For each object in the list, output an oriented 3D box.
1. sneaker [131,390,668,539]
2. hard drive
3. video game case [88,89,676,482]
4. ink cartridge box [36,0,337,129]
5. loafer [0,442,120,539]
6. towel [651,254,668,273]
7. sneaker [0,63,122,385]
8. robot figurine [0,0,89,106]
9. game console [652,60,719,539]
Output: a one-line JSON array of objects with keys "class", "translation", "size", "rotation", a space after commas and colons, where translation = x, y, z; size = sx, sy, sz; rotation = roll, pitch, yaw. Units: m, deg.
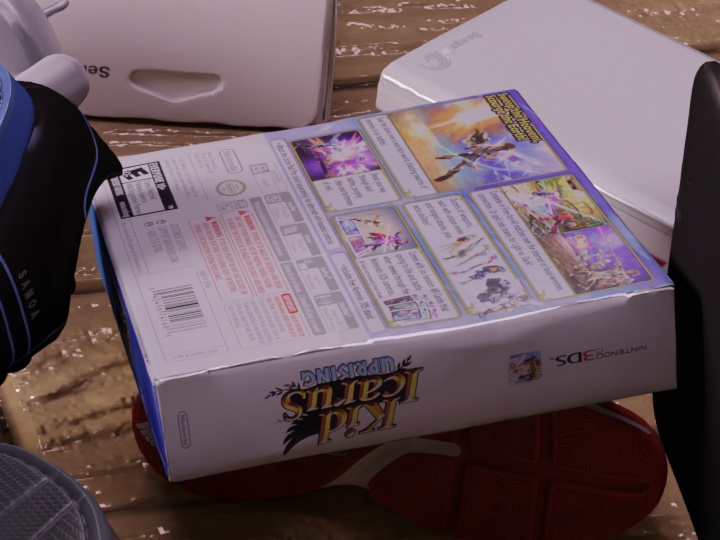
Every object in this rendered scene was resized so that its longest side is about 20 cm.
[{"class": "sneaker", "translation": [0.021, 0.037, 0.974], "size": [0.199, 0.079, 0.116], "rotation": [10, 35, 4]}, {"class": "hard drive", "translation": [0.125, -0.064, 1.144], "size": [0.200, 0.026, 0.132], "rotation": [30, 42, 29]}, {"class": "video game case", "translation": [0.000, 0.000, 0.937], "size": [0.181, 0.046, 0.200], "rotation": [-11, 26, -9]}, {"class": "ink cartridge box", "translation": [-0.086, -0.158, 1.238], "size": [0.144, 0.084, 0.200], "rotation": [3, 34, -5]}, {"class": "loafer", "translation": [-0.088, 0.133, 0.845], "size": [0.072, 0.063, 0.200], "rotation": [-40, 44, -8]}, {"class": "towel", "translation": [0.154, -0.024, 1.133], "size": [0.200, 0.023, 0.144], "rotation": [22, 38, 21]}, {"class": "sneaker", "translation": [-0.150, 0.027, 0.914], "size": [0.070, 0.200, 0.078], "rotation": [23, -7, 42]}, {"class": "robot figurine", "translation": [-0.197, -0.063, 1.053], "size": [0.169, 0.113, 0.200], "rotation": [1, 30, 27]}, {"class": "game console", "translation": [0.173, 0.052, 0.842], "size": [0.175, 0.200, 0.117], "rotation": [15, 53, 13]}]
